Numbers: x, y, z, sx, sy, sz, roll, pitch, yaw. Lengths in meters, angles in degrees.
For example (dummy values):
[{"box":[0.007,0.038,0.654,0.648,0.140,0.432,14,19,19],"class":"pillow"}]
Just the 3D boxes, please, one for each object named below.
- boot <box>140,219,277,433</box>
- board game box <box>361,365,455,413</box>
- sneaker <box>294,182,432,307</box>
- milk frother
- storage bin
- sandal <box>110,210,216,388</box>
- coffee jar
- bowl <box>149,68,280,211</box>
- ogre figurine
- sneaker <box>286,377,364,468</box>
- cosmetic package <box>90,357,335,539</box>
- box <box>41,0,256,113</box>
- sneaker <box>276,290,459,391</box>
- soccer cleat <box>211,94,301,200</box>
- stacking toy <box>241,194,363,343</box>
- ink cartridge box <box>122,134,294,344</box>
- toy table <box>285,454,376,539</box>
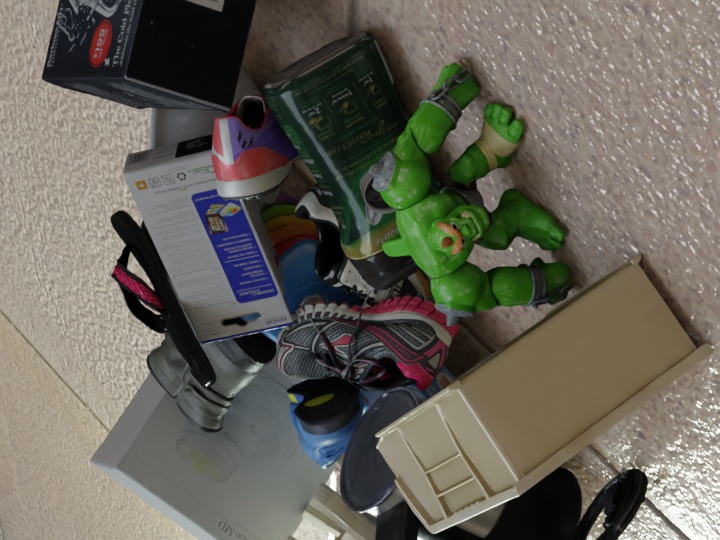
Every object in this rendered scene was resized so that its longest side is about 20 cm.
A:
[{"box":[-0.176,0.052,1.825,0.201,0.067,0.131,54,127,15],"class":"boot"},{"box":[0.048,0.125,1.791,0.151,0.037,0.199,49,161,-30],"class":"board game box"},{"box":[0.000,0.000,1.714,0.075,0.087,0.201,10,131,55],"class":"sneaker"},{"box":[0.115,0.184,1.607,0.187,0.200,0.181,27,-148,-25],"class":"milk frother"},{"box":[0.132,0.099,1.455,0.094,0.199,0.199,55,156,4],"class":"storage bin"},{"box":[-0.193,0.027,1.730,0.201,0.045,0.075,60,171,26],"class":"sandal"},{"box":[0.006,-0.089,1.571,0.201,0.104,0.085,63,170,-13],"class":"coffee jar"},{"box":[-0.124,-0.110,1.750,0.089,0.202,0.202,0,133,11],"class":"bowl"},{"box":[0.083,-0.044,1.468,0.098,0.120,0.201,24,141,49],"class":"ogre figurine"},{"box":[-0.025,0.147,1.746,0.200,0.065,0.079,-157,49,-82],"class":"sneaker"},{"box":[-0.137,0.175,1.960,0.199,0.201,0.123,37,167,-17],"class":"cosmetic package"},{"box":[-0.170,-0.242,1.585,0.182,0.103,0.202,8,84,59],"class":"box"},{"box":[-0.005,0.072,1.690,0.199,0.075,0.081,-12,138,44],"class":"sneaker"},{"box":[-0.076,-0.125,1.620,0.068,0.200,0.074,-3,111,20],"class":"soccer cleat"},{"box":[-0.078,-0.028,1.825,0.116,0.110,0.201,36,-163,-42],"class":"stacking toy"},{"box":[-0.131,-0.026,1.674,0.037,0.094,0.201,-84,-22,-54],"class":"ink cartridge box"},{"box":[-0.002,0.257,1.837,0.117,0.201,0.184,32,156,3],"class":"toy table"}]
